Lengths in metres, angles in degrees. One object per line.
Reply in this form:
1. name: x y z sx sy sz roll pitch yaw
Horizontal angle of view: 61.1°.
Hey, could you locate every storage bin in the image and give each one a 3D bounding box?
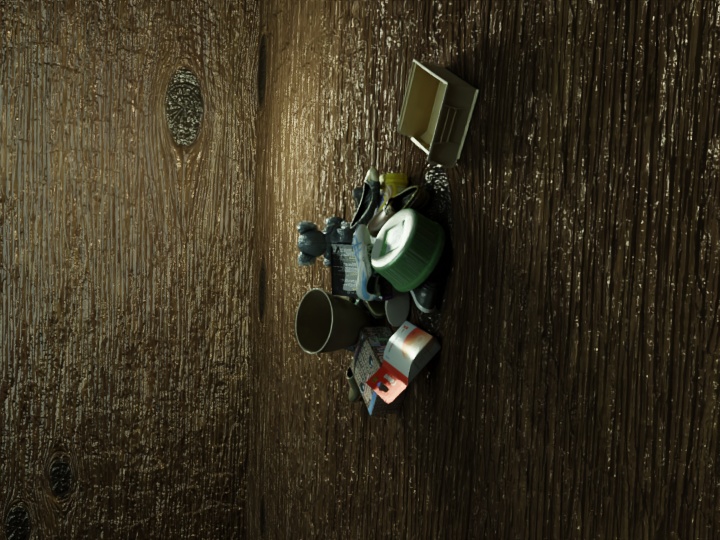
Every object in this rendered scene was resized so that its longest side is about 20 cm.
1. storage bin: 0.183 -0.386 1.507 0.201 0.091 0.203 -122 39 -52

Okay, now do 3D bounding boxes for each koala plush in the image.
1. koala plush: -0.130 -0.098 2.124 0.183 0.195 0.183 -162 75 -66

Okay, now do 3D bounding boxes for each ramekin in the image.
1. ramekin: 0.114 -0.058 1.554 0.200 0.097 0.203 -42 29 30

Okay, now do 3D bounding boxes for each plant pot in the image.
1. plant pot: -0.067 0.162 1.854 0.185 0.197 0.193 -13 72 46

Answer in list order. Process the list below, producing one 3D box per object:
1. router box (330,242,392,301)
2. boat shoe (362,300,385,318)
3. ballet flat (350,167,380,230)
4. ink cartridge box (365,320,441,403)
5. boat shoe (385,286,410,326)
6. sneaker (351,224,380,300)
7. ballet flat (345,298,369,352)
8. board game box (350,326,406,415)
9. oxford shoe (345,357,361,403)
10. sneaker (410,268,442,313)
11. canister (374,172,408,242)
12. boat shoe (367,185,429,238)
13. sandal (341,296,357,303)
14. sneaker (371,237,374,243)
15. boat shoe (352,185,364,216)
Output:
1. router box: 0.000 0.000 1.724 0.197 0.050 0.154 6 99 41
2. boat shoe: 0.040 0.086 1.881 0.203 0.070 0.067 -110 24 -51
3. ballet flat: 0.016 -0.195 1.733 0.067 0.055 0.204 -124 38 -49
4. ink cartridge box: 0.099 0.234 1.600 0.050 0.200 0.162 50 170 -22
5. boat shoe: 0.099 0.054 1.749 0.093 0.072 0.206 -162 72 -84
6. sneaker: 0.021 -0.022 1.622 0.071 0.071 0.206 -1 99 35
7. ballet flat: 0.000 0.182 1.986 0.073 0.071 0.204 55 133 54
8. board game box: 0.057 0.291 1.789 0.201 0.094 0.163 -120 37 -51
9. oxford shoe: -0.021 0.353 2.005 0.071 0.073 0.204 -124 40 -52
10. sneaker: 0.156 0.007 1.602 0.202 0.069 0.101 60 139 44
11. canister: 0.086 -0.158 1.750 0.148 0.084 0.206 155 112 -64
12. boat shoe: 0.088 -0.164 1.631 0.198 0.068 0.073 -37 60 19
13. sandal: -0.031 0.083 2.079 0.080 0.053 0.205 -28 50 59
14. sneaker: 0.063 -0.060 1.840 0.086 0.073 0.206 10 106 59
15. boat shoe: 0.006 -0.190 1.909 0.202 0.061 0.074 88 180 -56
